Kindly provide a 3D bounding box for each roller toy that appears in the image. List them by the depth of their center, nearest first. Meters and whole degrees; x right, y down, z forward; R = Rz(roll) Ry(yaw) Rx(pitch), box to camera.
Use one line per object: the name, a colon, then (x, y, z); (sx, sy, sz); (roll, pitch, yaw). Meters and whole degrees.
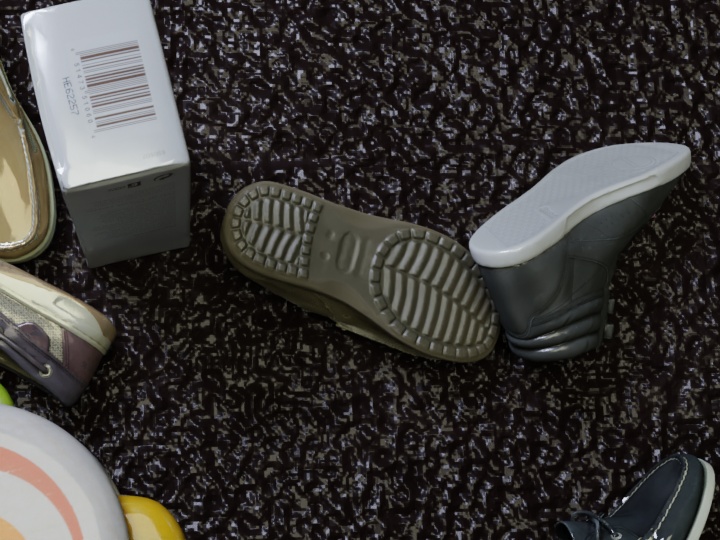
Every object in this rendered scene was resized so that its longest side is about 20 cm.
roller toy: (-0.213, 0.169, 0.763); (0.199, 0.140, 0.183); (36, 76, 0)

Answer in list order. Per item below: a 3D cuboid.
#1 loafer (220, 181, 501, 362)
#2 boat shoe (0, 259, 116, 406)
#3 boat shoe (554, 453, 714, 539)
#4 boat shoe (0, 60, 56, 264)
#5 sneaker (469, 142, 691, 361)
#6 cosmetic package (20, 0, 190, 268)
loafer: (0.000, 0.000, 0.870); (0.198, 0.067, 0.077); (27, 78, -18)
boat shoe: (-0.247, 0.020, 0.826); (0.198, 0.072, 0.066); (24, 69, -9)
boat shoe: (0.140, 0.184, 0.846); (0.066, 0.074, 0.200); (40, 85, -10)
boat shoe: (-0.244, -0.102, 0.848); (0.071, 0.076, 0.202); (-23, 82, -12)
sneaker: (0.151, -0.012, 0.898); (0.199, 0.070, 0.101); (-32, 119, -35)
cosmetic package: (-0.142, -0.074, 0.793); (0.073, 0.200, 0.103); (-13, 79, -11)
